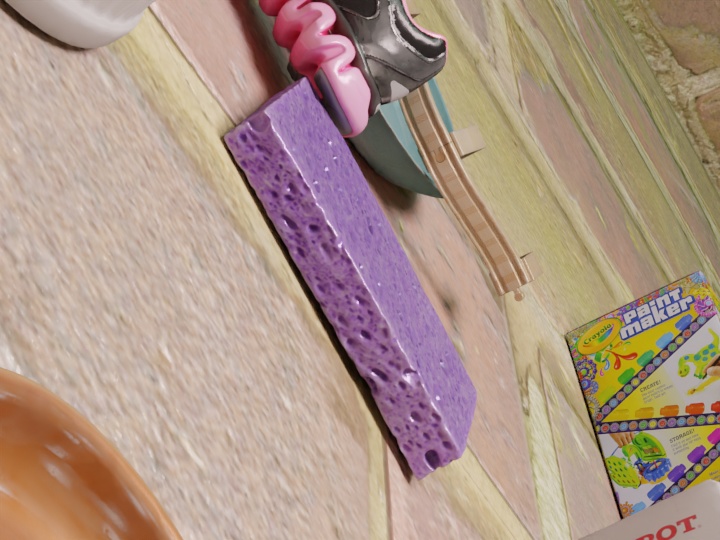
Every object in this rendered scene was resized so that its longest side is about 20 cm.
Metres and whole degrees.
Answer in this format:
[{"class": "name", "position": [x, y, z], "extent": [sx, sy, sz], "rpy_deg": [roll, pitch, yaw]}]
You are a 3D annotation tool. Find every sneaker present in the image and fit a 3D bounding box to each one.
[{"class": "sneaker", "position": [-0.017, -0.178, 1.035], "extent": [0.201, 0.095, 0.079], "rpy_deg": [65, -12, 2]}]

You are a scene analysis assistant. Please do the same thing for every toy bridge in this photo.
[{"class": "toy bridge", "position": [0.055, -0.073, 1.137], "extent": [0.201, 0.027, 0.067], "rpy_deg": [65, 18, 0]}]

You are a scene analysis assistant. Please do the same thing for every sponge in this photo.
[{"class": "sponge", "position": [0.000, 0.000, 0.971], "extent": [0.201, 0.030, 0.112], "rpy_deg": [61, 15, -10]}]

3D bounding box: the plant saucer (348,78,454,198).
[{"class": "plant saucer", "position": [0.004, -0.128, 1.174], "extent": [0.200, 0.036, 0.201], "rpy_deg": [56, 18, -29]}]

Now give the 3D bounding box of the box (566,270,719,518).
[{"class": "box", "position": [0.274, 0.145, 1.472], "extent": [0.200, 0.121, 0.193], "rpy_deg": [47, 23, -46]}]

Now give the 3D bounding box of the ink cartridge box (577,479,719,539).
[{"class": "ink cartridge box", "position": [0.151, 0.235, 0.878], "extent": [0.145, 0.147, 0.201], "rpy_deg": [52, 19, -36]}]

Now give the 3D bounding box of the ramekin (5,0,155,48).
[{"class": "ramekin", "position": [-0.119, -0.201, 0.773], "extent": [0.203, 0.094, 0.203], "rpy_deg": [56, 17, -28]}]

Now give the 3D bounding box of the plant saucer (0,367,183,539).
[{"class": "plant saucer", "position": [-0.083, 0.122, 0.493], "extent": [0.201, 0.037, 0.201], "rpy_deg": [55, 19, -29]}]
